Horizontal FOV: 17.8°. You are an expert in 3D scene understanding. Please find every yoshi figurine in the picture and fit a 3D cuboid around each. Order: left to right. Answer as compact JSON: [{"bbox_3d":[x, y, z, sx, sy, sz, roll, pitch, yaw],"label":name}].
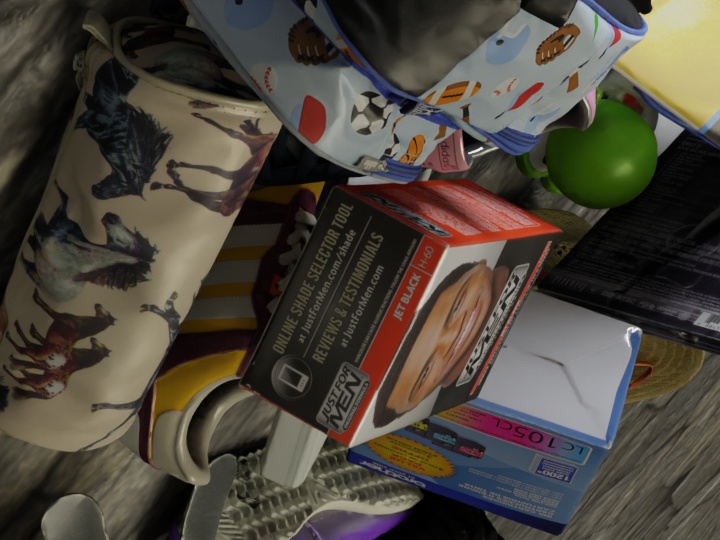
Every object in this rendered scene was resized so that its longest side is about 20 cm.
[{"bbox_3d":[0.164,-0.107,1.254,0.200,0.112,0.112,-50,168,22],"label":"yoshi figurine"}]

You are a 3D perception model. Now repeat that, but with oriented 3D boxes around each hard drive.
[{"bbox_3d":[0.000,0.000,1.175,0.132,0.026,0.200,-61,171,-49],"label":"hard drive"}]

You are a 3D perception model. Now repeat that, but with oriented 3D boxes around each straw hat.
[{"bbox_3d":[0.107,0.010,1.359,0.201,0.201,0.085,66,25,-64],"label":"straw hat"}]

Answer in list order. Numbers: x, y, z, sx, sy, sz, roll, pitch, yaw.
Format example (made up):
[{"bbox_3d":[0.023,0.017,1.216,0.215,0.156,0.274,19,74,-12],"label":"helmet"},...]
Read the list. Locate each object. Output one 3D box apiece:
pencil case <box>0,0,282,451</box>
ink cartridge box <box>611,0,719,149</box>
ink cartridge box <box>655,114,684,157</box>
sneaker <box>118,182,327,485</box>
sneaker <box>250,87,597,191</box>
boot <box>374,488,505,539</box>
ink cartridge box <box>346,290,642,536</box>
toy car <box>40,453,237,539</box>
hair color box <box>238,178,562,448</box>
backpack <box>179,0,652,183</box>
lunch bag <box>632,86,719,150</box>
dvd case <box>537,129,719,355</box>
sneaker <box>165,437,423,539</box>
[{"bbox_3d":[-0.105,-0.013,0.961,0.200,0.089,0.078,-62,-178,27],"label":"pencil case"},{"bbox_3d":[0.200,-0.159,1.083,0.198,0.047,0.200,31,107,-34],"label":"ink cartridge box"},{"bbox_3d":[0.253,-0.076,1.378,0.200,0.148,0.076,-72,153,-48],"label":"ink cartridge box"},{"bbox_3d":[-0.047,0.005,1.074,0.200,0.090,0.075,-55,156,12],"label":"sneaker"},{"bbox_3d":[0.007,-0.069,0.994,0.200,0.082,0.070,-20,130,-4],"label":"sneaker"},{"bbox_3d":[0.019,0.216,1.427,0.158,0.079,0.211,-111,-139,-65],"label":"boot"},{"bbox_3d":[0.069,0.077,1.275,0.200,0.136,0.076,99,11,-69],"label":"ink cartridge box"},{"bbox_3d":[-0.124,0.177,1.134,0.164,0.158,0.200,-16,131,-38],"label":"toy car"},{"bbox_3d":[0.024,0.015,1.059,0.102,0.061,0.200,-64,164,12],"label":"hair color box"},{"bbox_3d":[0.020,-0.122,0.887,0.154,0.200,0.190,-42,156,22],"label":"backpack"},{"bbox_3d":[0.224,-0.124,1.190,0.200,0.076,0.160,25,106,-36],"label":"lunch bag"},{"bbox_3d":[0.211,-0.027,1.250,0.200,0.149,0.016,-45,135,-34],"label":"dvd case"},{"bbox_3d":[-0.050,0.150,1.328,0.200,0.070,0.100,-8,140,-53],"label":"sneaker"}]
